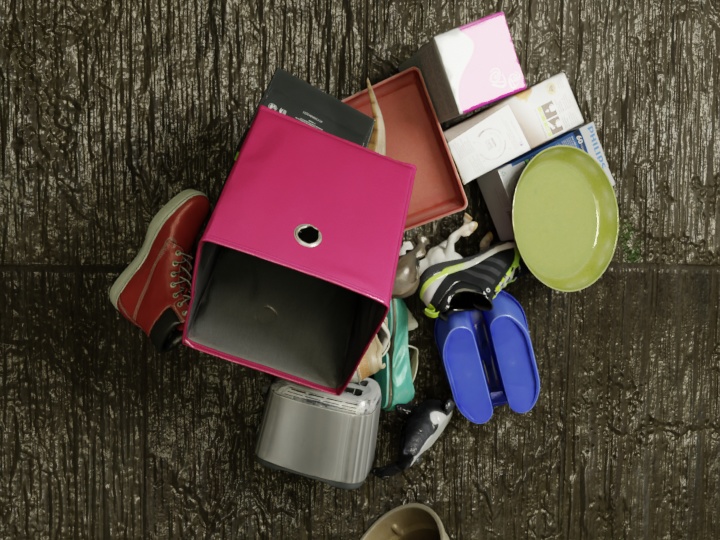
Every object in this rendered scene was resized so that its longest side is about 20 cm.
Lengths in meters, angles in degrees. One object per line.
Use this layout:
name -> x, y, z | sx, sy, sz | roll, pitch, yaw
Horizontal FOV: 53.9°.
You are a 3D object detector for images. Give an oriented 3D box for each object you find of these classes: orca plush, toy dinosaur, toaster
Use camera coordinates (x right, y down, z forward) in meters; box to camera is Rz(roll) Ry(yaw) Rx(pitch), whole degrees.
orca plush -> 0.071, 0.227, 1.016 | 0.070, 0.199, 0.107 | 31, 125, 17
toy dinosaur -> 0.020, -0.143, 0.959 | 0.105, 0.060, 0.203 | 23, 112, 15
toaster -> -0.048, 0.213, 0.986 | 0.196, 0.114, 0.132 | 13, 105, 12

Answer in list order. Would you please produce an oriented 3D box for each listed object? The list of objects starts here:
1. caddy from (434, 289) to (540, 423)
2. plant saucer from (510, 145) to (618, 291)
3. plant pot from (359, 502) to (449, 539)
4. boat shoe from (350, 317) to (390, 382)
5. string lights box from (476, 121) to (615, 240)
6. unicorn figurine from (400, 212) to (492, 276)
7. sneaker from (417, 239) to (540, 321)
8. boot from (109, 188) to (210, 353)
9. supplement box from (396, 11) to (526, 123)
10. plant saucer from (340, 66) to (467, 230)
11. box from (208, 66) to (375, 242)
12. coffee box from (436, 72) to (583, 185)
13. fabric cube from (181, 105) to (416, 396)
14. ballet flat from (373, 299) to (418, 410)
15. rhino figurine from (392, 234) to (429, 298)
caddy -> 0.188, 0.124, 1.053 | 0.139, 0.105, 0.203 | -15, 109, 6
plant saucer -> 0.282, -0.072, 0.998 | 0.196, 0.031, 0.205 | 0, 89, -28
plant pot -> 0.099, 0.481, 1.033 | 0.201, 0.200, 0.184 | -47, 111, -4
boat shoe -> 0.007, 0.091, 0.952 | 0.067, 0.201, 0.076 | -8, 112, 10
string lights box -> 0.276, -0.133, 1.046 | 0.198, 0.059, 0.104 | -27, 99, -25
unicorn figurine -> 0.132, -0.015, 1.044 | 0.199, 0.074, 0.138 | 37, 102, -17
sneaker -> 0.173, 0.024, 0.989 | 0.196, 0.084, 0.072 | -18, 141, -13
boot -> -0.236, 0.003, 0.951 | 0.143, 0.072, 0.202 | 35, 94, 29
supplement box -> 0.131, -0.265, 0.967 | 0.100, 0.200, 0.105 | -22, 97, -7
plant saucer -> 0.033, -0.153, 1.003 | 0.197, 0.037, 0.203 | -19, 98, 24
box -> -0.093, -0.124, 0.924 | 0.147, 0.200, 0.126 | 26, 50, -11
coffee box -> 0.202, -0.201, 1.028 | 0.197, 0.114, 0.081 | -28, 98, -8
fabric cube -> -0.067, -0.018, 0.786 | 0.193, 0.201, 0.202 | 20, 51, -6
ballet flat -> 0.052, 0.105, 1.056 | 0.069, 0.067, 0.205 | -4, 95, -34
rhino figurine -> 0.000, 0.000, 0.997 | 0.060, 0.196, 0.089 | 58, 40, -45
